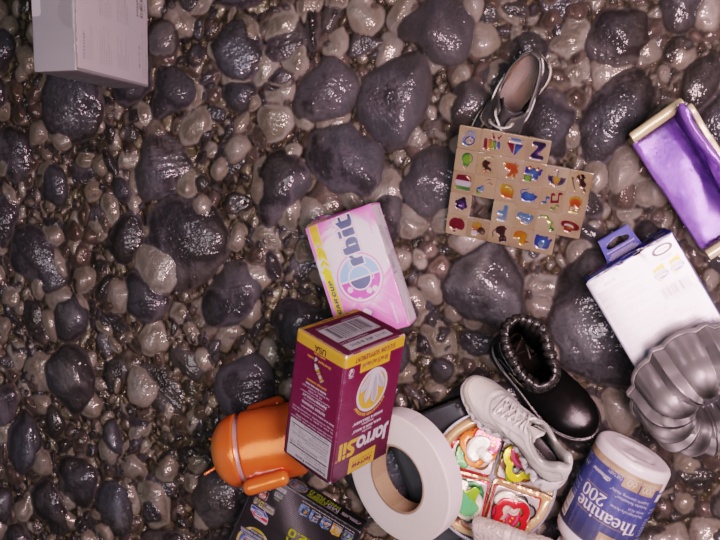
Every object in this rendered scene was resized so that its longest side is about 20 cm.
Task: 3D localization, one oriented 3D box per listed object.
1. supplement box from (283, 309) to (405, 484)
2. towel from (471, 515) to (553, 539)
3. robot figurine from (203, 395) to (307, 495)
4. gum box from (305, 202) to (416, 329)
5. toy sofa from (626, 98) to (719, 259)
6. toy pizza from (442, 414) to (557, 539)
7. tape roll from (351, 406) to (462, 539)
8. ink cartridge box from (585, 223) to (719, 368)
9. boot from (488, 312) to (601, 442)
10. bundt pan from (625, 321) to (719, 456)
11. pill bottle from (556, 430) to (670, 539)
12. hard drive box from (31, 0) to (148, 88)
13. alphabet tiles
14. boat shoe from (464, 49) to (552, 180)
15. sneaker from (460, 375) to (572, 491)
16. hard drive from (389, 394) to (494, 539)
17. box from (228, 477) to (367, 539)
[{"bbox_3d":[-0.024,0.177,1.089,0.102,0.129,0.205,24,117,36],"label":"supplement box"},{"bbox_3d":[0.231,0.446,1.108,0.130,0.035,0.203,8,129,32],"label":"towel"},{"bbox_3d":[-0.151,0.275,1.205,0.195,0.117,0.147,-12,76,2],"label":"robot figurine"},{"bbox_3d":[0.000,0.000,1.168,0.111,0.066,0.204,-18,91,15],"label":"gum box"},{"bbox_3d":[0.448,-0.122,1.018,0.082,0.097,0.202,-33,88,15],"label":"toy sofa"},{"bbox_3d":[0.199,0.312,1.133,0.195,0.032,0.206,0,90,3],"label":"toy pizza"},{"bbox_3d":[0.065,0.310,1.150,0.200,0.037,0.208,13,110,41],"label":"tape roll"},{"bbox_3d":[0.405,0.036,1.056,0.135,0.076,0.203,-31,89,16],"label":"ink cartridge box"},{"bbox_3d":[0.264,0.156,1.056,0.210,0.158,0.080,42,81,9],"label":"boot"},{"bbox_3d":[0.463,0.170,1.005,0.196,0.076,0.206,-3,125,-4],"label":"bundt pan"},{"bbox_3d":[0.350,0.345,1.085,0.109,0.111,0.204,24,103,11],"label":"pill bottle"},{"bbox_3d":[-0.413,-0.375,1.175,0.075,0.200,0.160,2,96,14],"label":"hard drive box"},{"bbox_3d":[0.228,-0.112,1.096,0.195,0.008,0.171,13,119,13],"label":"alphabet tiles"},{"bbox_3d":[0.203,-0.222,1.091,0.071,0.068,0.202,32,106,8],"label":"boat shoe"},{"bbox_3d":[0.227,0.222,1.090,0.075,0.082,0.200,-40,71,-19],"label":"sneaker"},{"bbox_3d":[0.134,0.313,1.182,0.137,0.033,0.204,-23,89,16],"label":"hard drive"},{"bbox_3d":[-0.107,0.440,1.256,0.197,0.044,0.163,28,102,11],"label":"box"}]
